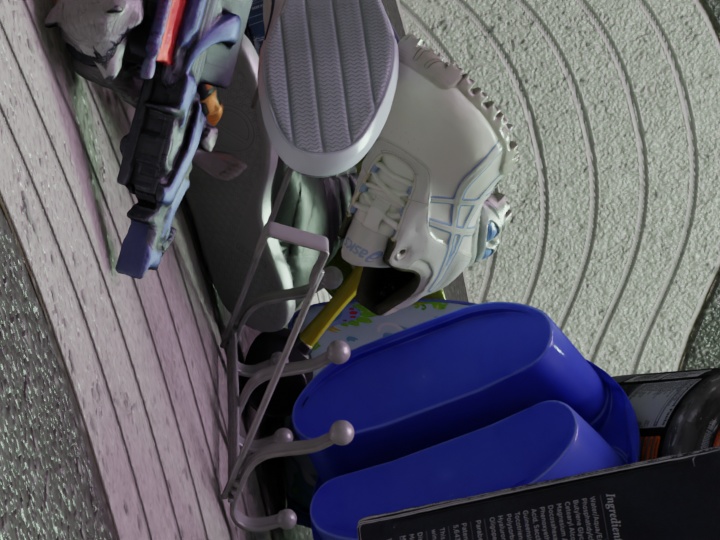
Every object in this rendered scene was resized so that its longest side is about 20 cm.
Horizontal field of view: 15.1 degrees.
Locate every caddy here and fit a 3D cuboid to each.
[{"bbox_3d":[0.057,0.108,1.532,0.105,0.200,0.142,55,18,-51],"label":"caddy"}]

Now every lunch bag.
[{"bbox_3d":[0.032,0.091,1.696,0.200,0.160,0.083,-95,-176,-64],"label":"lunch bag"}]

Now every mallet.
[{"bbox_3d":[0.000,0.000,1.598,0.041,0.200,0.066,38,5,-10],"label":"mallet"}]

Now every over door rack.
[{"bbox_3d":[-0.035,0.021,1.452,0.148,0.066,0.200,-96,-168,-53],"label":"over door rack"}]

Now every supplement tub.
[{"bbox_3d":[0.198,0.118,1.571,0.200,0.122,0.123,-8,-85,64],"label":"supplement tub"}]

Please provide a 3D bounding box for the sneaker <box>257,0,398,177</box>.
[{"bbox_3d":[-0.017,-0.115,1.415,0.071,0.073,0.200,93,-1,-49],"label":"sneaker"}]

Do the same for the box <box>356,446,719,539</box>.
[{"bbox_3d":[0.119,0.204,1.428,0.200,0.196,0.124,66,13,-56],"label":"box"}]

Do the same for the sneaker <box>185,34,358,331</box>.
[{"bbox_3d":[-0.053,-0.072,1.553,0.099,0.071,0.200,-50,142,-42],"label":"sneaker"}]

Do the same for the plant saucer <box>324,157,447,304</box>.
[{"bbox_3d":[-0.018,-0.045,1.817,0.200,0.048,0.200,46,-20,47],"label":"plant saucer"}]

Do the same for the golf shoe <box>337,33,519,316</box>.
[{"bbox_3d":[0.030,-0.042,1.458,0.078,0.097,0.200,36,-22,25],"label":"golf shoe"}]

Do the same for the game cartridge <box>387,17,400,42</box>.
[{"bbox_3d":[0.018,-0.116,1.755,0.130,0.038,0.200,75,-11,-61],"label":"game cartridge"}]

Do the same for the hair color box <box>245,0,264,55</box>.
[{"bbox_3d":[-0.059,-0.181,1.729,0.100,0.060,0.200,79,-8,-47],"label":"hair color box"}]

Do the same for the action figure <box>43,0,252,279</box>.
[{"bbox_3d":[-0.108,-0.098,1.342,0.193,0.104,0.200,34,72,-72],"label":"action figure"}]
